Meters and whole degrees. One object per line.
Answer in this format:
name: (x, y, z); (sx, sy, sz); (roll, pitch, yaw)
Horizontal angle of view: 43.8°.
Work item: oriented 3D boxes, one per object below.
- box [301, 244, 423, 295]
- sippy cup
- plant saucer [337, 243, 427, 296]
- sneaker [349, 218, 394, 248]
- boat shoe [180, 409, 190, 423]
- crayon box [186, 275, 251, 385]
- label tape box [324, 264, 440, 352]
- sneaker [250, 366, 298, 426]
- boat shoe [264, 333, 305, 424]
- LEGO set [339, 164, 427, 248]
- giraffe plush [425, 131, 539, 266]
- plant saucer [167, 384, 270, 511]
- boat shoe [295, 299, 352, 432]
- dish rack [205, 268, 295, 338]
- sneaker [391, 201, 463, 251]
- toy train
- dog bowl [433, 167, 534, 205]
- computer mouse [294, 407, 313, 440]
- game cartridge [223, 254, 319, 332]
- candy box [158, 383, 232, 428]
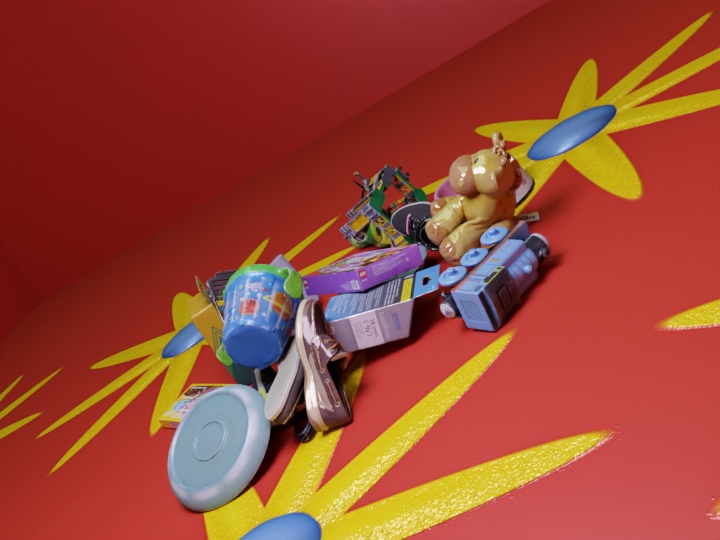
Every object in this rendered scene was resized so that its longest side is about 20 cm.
box: (0.000, 0.000, 1.572); (0.136, 0.040, 0.199); (-23, 8, -31)
sippy cup: (-0.163, 0.082, 1.433); (0.137, 0.180, 0.131); (6, 36, 1)
plant saucer: (0.044, 0.026, 1.625); (0.199, 0.039, 0.201); (-30, 18, 11)
sneaker: (0.020, -0.079, 1.919); (0.084, 0.074, 0.200); (-57, 19, 7)
boat shoe: (-0.245, 0.270, 1.443); (0.200, 0.070, 0.072); (-13, 41, 51)
crayon box: (-0.265, 0.113, 1.673); (0.050, 0.201, 0.127); (-34, 17, -5)
label tape box: (0.042, 0.065, 1.443); (0.197, 0.064, 0.144); (-16, 14, 11)
sneaker: (-0.134, 0.205, 1.464); (0.081, 0.073, 0.200); (-9, 18, -4)
boat shoe: (-0.097, 0.170, 1.370); (0.072, 0.060, 0.202); (-44, 16, 26)
LEGO set: (0.042, -0.109, 1.802); (0.116, 0.153, 0.202); (-38, 29, 39)
giraffe plush: (0.201, -0.125, 1.461); (0.197, 0.164, 0.173); (-20, 47, -10)
plant saucer: (-0.222, 0.261, 1.355); (0.198, 0.027, 0.202); (-22, 49, 27)
boat shoe: (-0.047, 0.133, 1.327); (0.071, 0.072, 0.203); (-17, 63, 20)
dish rack: (-0.185, 0.075, 1.606); (0.152, 0.202, 0.055); (-5, -32, -44)
sneaker: (0.113, -0.081, 1.621); (0.198, 0.072, 0.098); (12, 17, 41)
toy train: (0.204, 0.006, 1.331); (0.200, 0.087, 0.114); (-41, 28, -28)
dog bowl: (0.227, -0.152, 1.710); (0.199, 0.074, 0.201); (-31, 18, 11)
computer mouse: (-0.061, 0.195, 1.391); (0.058, 0.034, 0.201); (-32, 22, 32)
game cartridge: (-0.162, 0.070, 1.711); (0.041, 0.134, 0.200); (-31, 13, 42)
candy box: (-0.294, 0.252, 1.655); (0.199, 0.027, 0.102); (-10, 33, 53)
